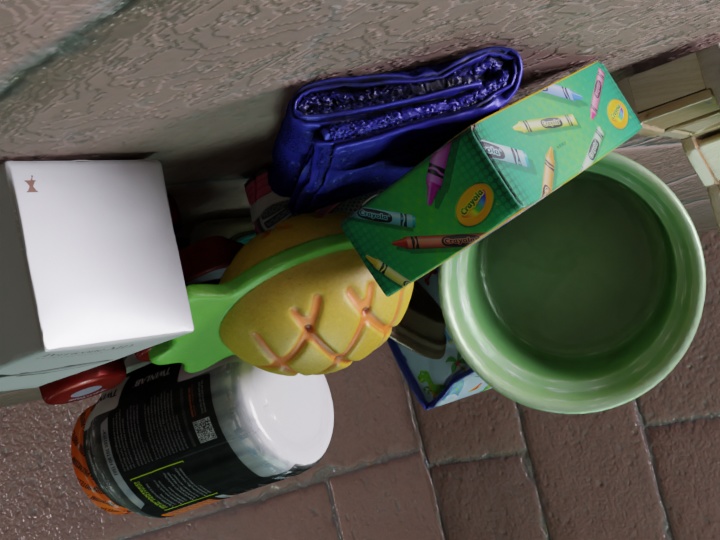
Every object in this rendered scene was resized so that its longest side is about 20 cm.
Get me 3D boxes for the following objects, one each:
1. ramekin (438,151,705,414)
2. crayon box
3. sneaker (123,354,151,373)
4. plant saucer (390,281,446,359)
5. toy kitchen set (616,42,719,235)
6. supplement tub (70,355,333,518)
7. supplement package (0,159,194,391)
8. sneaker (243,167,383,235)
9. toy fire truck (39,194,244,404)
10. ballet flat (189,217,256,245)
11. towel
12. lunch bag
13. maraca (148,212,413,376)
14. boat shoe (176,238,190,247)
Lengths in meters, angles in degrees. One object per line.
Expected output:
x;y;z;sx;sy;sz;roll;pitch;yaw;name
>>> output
0.163;0.001;0.988;0.198;0.202;0.098;-15;-174;14;ramekin
0.090;-0.063;0.825;0.118;0.059;0.199;-35;178;38;crayon box
-0.148;0.089;1.124;0.198;0.089;0.077;-4;-149;28;sneaker
0.000;0.000;1.076;0.030;0.200;0.200;-50;166;10;plant saucer
0.320;-0.081;0.953;0.162;0.183;0.199;-18;172;31;toy kitchen set
-0.130;0.125;1.018;0.198;0.124;0.122;-22;171;30;supplement tub
-0.221;0.011;0.835;0.116;0.119;0.199;-5;169;-46;supplement package
0.010;-0.054;0.991;0.198;0.076;0.081;-13;174;-16;sneaker
-0.172;0.026;1.004;0.198;0.113;0.168;-24;169;13;toy fire truck
-0.077;-0.026;1.170;0.069;0.070;0.199;-18;171;38;ballet flat
0.016;-0.084;0.833;0.146;0.050;0.200;-12;174;-10;towel
0.098;0.010;1.231;0.169;0.201;0.127;-9;153;-48;lunch bag
-0.052;0.023;0.887;0.198;0.108;0.138;-16;150;-14;maraca
-0.166;0.003;1.173;0.071;0.066;0.200;6;177;0;boat shoe
